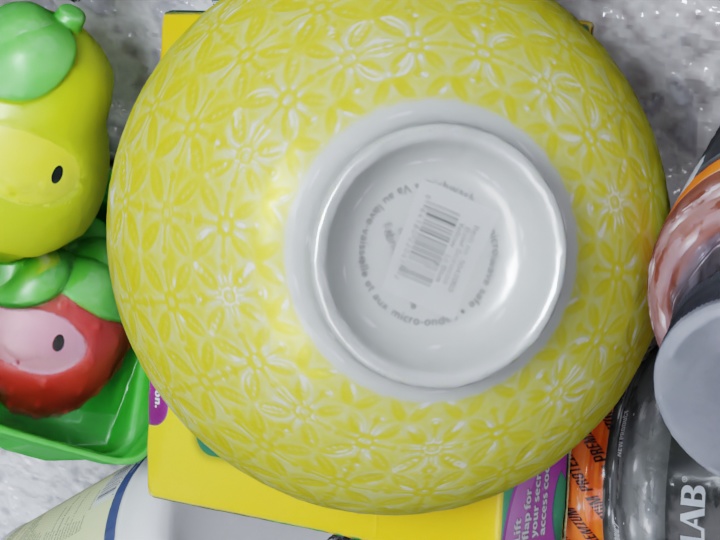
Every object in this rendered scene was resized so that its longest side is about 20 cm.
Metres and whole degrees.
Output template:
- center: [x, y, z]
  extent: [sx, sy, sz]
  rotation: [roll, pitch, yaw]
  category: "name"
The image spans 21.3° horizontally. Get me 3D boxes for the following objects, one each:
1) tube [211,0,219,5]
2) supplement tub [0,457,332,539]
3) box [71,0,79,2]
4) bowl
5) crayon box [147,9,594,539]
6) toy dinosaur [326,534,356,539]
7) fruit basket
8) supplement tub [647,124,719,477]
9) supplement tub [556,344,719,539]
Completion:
- center: [-0.050, -0.160, 0.673]
  extent: [0.058, 0.052, 0.201]
  rotation: [-19, 106, 9]
  category: "tube"
- center: [-0.108, 0.175, 0.942]
  extent: [0.200, 0.145, 0.145]
  rotation: [-31, 103, 39]
  category: "supplement tub"
- center: [-0.144, -0.228, 0.754]
  extent: [0.158, 0.046, 0.201]
  rotation: [30, 130, 8]
  category: "box"
- center: [0.018, -0.009, 0.624]
  extent: [0.198, 0.108, 0.202]
  rotation: [-1, 95, -8]
  category: "bowl"
- center: [0.000, 0.000, 0.754]
  extent: [0.172, 0.058, 0.202]
  rotation: [6, 96, 34]
  category: "crayon box"
- center: [0.016, 0.074, 0.843]
  extent: [0.047, 0.088, 0.201]
  rotation: [7, 125, 12]
  category: "toy dinosaur"
- center: [-0.166, -0.014, 0.818]
  extent: [0.214, 0.157, 0.216]
  rotation: [6, 155, 3]
  category: "fruit basket"
- center: [0.158, -0.013, 0.634]
  extent: [0.106, 0.200, 0.108]
  rotation: [14, 126, 20]
  category: "supplement tub"
- center: [0.183, 0.083, 0.736]
  extent: [0.199, 0.123, 0.123]
  rotation: [3, 122, 26]
  category: "supplement tub"
